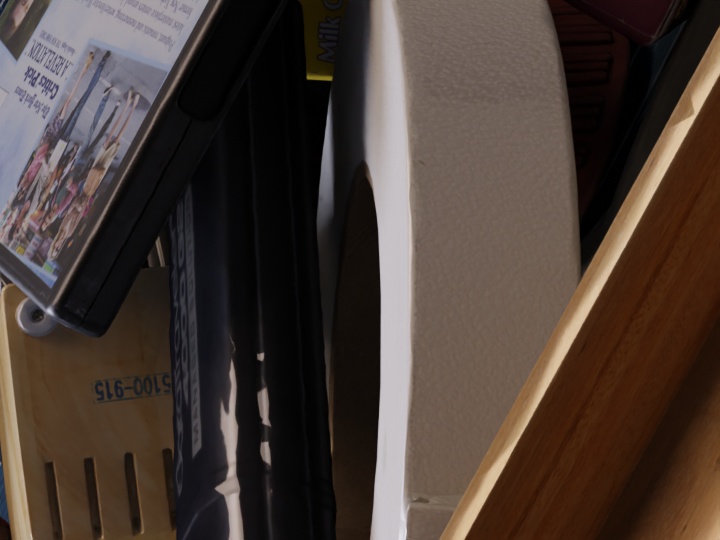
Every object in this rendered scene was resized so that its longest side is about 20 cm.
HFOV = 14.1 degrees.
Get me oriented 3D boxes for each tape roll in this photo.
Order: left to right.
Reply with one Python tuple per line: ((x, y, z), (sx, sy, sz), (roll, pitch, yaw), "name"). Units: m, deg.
((0.014, 0.030, 0.653), (0.203, 0.037, 0.204), (-178, 90, -83), "tape roll")

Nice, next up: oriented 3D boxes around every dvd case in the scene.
((-0.039, -0.089, 0.695), (0.200, 0.018, 0.143), (-61, 25, 2), "dvd case")

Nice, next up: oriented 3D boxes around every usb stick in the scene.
((-0.026, 0.022, 0.666), (0.056, 0.032, 0.201), (116, 154, -55), "usb stick")

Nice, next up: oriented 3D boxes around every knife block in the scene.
((-0.063, 0.059, 0.787), (0.176, 0.064, 0.201), (128, 135, -78), "knife block")

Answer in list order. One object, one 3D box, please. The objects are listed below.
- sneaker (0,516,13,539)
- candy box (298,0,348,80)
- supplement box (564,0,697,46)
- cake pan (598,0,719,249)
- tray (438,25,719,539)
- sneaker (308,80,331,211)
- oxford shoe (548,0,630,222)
((-0.093, 0.114, 0.790), (0.077, 0.200, 0.082), (-55, 18, -10), "sneaker")
((-0.048, -0.106, 0.811), (0.200, 0.026, 0.103), (9, 96, 63), "candy box")
((0.071, -0.128, 0.747), (0.111, 0.085, 0.200), (-61, -5, 10), "supplement box")
((0.111, -0.052, 0.600), (0.201, 0.037, 0.200), (-60, 9, 16), "cake pan")
((0.073, 0.029, 0.472), (0.099, 0.037, 0.201), (35, 99, 51), "tray")
((0.000, 0.000, 0.828), (0.115, 0.075, 0.201), (179, 81, -66), "sneaker")
((0.049, -0.051, 0.917), (0.200, 0.070, 0.075), (-85, -7, -55), "oxford shoe")
